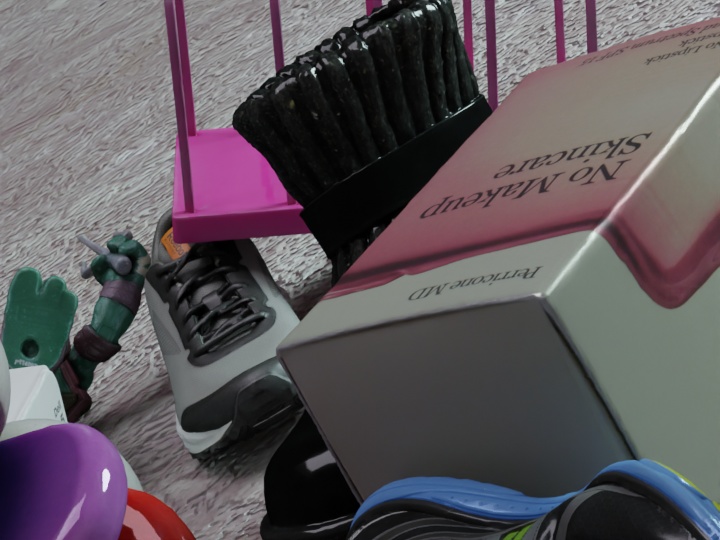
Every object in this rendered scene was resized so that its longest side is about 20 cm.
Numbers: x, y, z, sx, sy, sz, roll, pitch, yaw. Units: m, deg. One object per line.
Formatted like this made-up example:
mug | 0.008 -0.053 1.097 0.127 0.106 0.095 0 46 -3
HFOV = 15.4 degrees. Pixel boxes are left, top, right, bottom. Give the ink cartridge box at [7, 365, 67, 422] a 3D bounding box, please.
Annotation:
ink cartridge box | -0.229 0.117 1.124 0.199 0.084 0.146 -7 24 13

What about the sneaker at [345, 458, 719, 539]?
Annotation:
sneaker | 0.057 0.107 0.828 0.199 0.071 0.083 -9 41 50

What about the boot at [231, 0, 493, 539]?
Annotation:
boot | -0.002 0.000 1.037 0.079 0.158 0.211 -14 24 40

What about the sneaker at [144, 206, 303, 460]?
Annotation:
sneaker | -0.065 0.024 1.202 0.074 0.080 0.200 -29 19 -2

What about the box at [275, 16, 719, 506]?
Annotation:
box | 0.086 0.008 0.962 0.127 0.109 0.200 -13 24 41

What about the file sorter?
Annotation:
file sorter | 0.008 -0.100 1.231 0.199 0.126 0.139 -5 19 -1

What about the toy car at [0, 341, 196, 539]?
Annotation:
toy car | -0.131 0.104 0.915 0.149 0.200 0.176 -8 46 37

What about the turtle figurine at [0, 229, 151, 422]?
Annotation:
turtle figurine | -0.164 0.037 1.264 0.149 0.101 0.200 -21 -7 2
